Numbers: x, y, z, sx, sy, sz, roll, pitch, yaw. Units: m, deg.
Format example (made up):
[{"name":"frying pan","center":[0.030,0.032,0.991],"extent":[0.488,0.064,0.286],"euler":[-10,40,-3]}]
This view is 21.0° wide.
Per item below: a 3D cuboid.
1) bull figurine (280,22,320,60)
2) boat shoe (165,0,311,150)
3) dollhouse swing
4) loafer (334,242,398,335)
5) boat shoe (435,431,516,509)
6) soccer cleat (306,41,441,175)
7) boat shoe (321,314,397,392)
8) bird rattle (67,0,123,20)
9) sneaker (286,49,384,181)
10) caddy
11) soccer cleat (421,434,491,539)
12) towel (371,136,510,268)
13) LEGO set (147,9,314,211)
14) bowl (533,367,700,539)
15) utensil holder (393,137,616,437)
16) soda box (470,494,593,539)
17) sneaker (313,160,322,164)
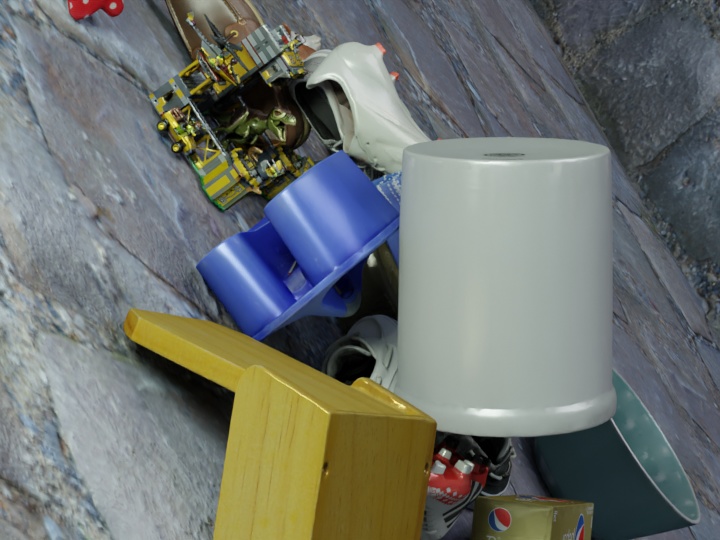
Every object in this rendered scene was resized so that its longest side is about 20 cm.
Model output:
[{"name":"bull figurine","center":[-0.064,-0.194,1.901],"extent":[0.121,0.065,0.200],"euler":[25,17,15]},{"name":"boat shoe","center":[-0.114,-0.194,1.764],"extent":[0.201,0.072,0.068],"euler":[57,13,-5]},{"name":"dollhouse swing","center":[-0.067,0.131,1.294],"extent":[0.200,0.175,0.183],"euler":[14,85,-69]},{"name":"loafer","center":[0.000,0.000,1.717],"extent":[0.067,0.076,0.201],"euler":[25,44,-63]},{"name":"boat shoe","center":[0.102,0.161,1.679],"extent":[0.072,0.071,0.200],"euler":[59,15,16]},{"name":"soccer cleat","center":[0.028,-0.105,1.685],"extent":[0.200,0.077,0.069],"euler":[55,-25,-7]},{"name":"boat shoe","center":[0.003,0.081,1.543],"extent":[0.065,0.073,0.200],"euler":[53,14,-23]},{"name":"bird rattle","center":[-0.236,-0.291,1.623],"extent":[0.163,0.113,0.200],"euler":[42,30,-5]},{"name":"sneaker","center":[0.002,-0.109,1.755],"extent":[0.200,0.075,0.082],"euler":[46,28,7]},{"name":"caddy","center":[-0.037,-0.009,1.481],"extent":[0.105,0.141,0.200],"euler":[52,16,-1]},{"name":"soccer cleat","center":[0.047,0.169,1.461],"extent":[0.068,0.085,0.200],"euler":[29,3,15]},{"name":"towel","center":[0.086,-0.025,1.607],"extent":[0.024,0.200,0.145],"euler":[-29,97,-34]},{"name":"LEGO set","center":[-0.084,-0.139,1.648],"extent":[0.154,0.116,0.200],"euler":[58,15,11]},{"name":"bowl","center":[0.252,0.200,1.995],"extent":[0.201,0.105,0.201],"euler":[49,16,-19]},{"name":"utensil holder","center":[0.109,0.007,1.456],"extent":[0.170,0.169,0.201],"euler":[-38,128,-75]},{"name":"soda box","center":[0.145,0.222,1.619],"extent":[0.200,0.067,0.064],"euler":[18,77,-73]},{"name":"sneaker","center":[0.018,-0.023,1.817],"extent":[0.200,0.074,0.087],"euler":[55,10,-2]}]
